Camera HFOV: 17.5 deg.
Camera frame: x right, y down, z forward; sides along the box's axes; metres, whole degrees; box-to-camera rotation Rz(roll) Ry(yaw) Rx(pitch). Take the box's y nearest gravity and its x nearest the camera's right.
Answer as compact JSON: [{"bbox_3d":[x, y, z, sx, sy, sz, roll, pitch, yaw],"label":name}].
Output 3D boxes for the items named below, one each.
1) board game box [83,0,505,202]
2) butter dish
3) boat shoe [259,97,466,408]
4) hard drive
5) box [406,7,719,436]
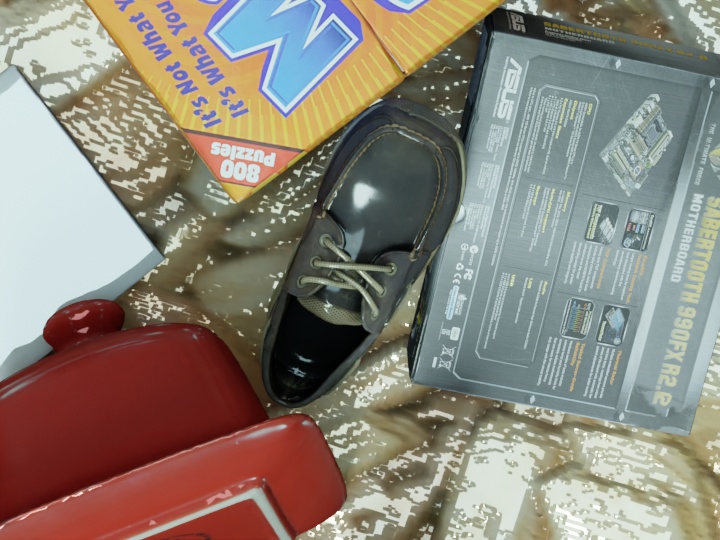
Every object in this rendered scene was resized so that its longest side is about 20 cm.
[{"bbox_3d":[-0.044,-0.174,1.168,0.199,0.200,0.200,-37,95,-1],"label":"board game box"},{"bbox_3d":[-0.124,0.085,1.205,0.198,0.200,0.149,-22,71,-1],"label":"butter dish"},{"bbox_3d":[0.000,0.000,1.194,0.074,0.074,0.201,20,134,-3],"label":"boat shoe"},{"bbox_3d":[-0.222,0.004,1.254,0.200,0.027,0.132,-38,94,0],"label":"hard drive"},{"bbox_3d":[0.121,-0.024,1.234,0.157,0.048,0.201,10,110,-5],"label":"box"}]
